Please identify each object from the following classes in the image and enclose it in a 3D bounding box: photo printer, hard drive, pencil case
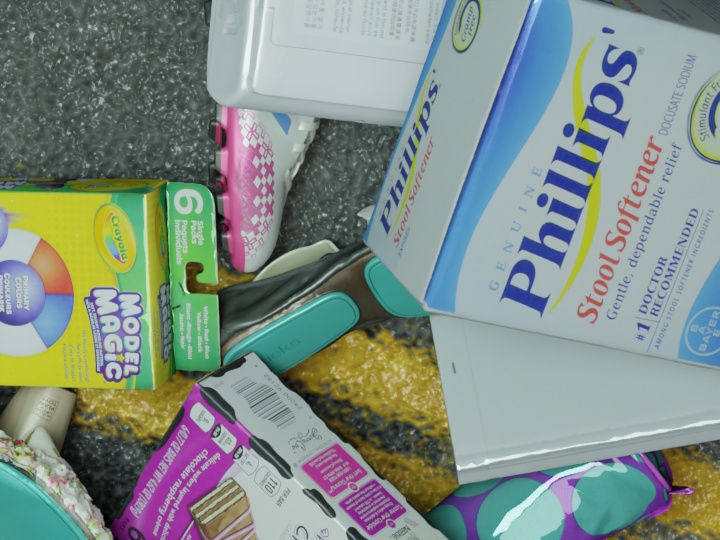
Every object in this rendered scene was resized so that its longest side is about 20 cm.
[{"bbox_3d":[0.018,-0.164,1.503,0.199,0.069,0.168,4,93,-30],"label":"photo printer"},{"bbox_3d":[0.144,0.046,1.562,0.198,0.133,0.026,-10,145,1],"label":"hard drive"},{"bbox_3d":[0.092,0.158,1.595,0.200,0.085,0.093,-41,83,7],"label":"pencil case"}]

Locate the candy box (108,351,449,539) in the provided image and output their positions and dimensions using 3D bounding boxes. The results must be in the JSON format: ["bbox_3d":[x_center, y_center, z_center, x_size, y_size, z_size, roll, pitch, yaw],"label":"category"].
[{"bbox_3d":[-0.037,0.165,1.539,0.200,0.061,0.137,42,126,14],"label":"candy box"}]

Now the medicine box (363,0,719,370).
[{"bbox_3d":[0.129,-0.061,1.454,0.199,0.103,0.183,11,109,-26],"label":"medicine box"}]

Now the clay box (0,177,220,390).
[{"bbox_3d":[-0.181,0.007,1.552,0.198,0.048,0.116,1,102,16],"label":"clay box"}]

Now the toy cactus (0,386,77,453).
[{"bbox_3d":[-0.219,0.139,1.587,0.199,0.102,0.166,25,90,2],"label":"toy cactus"}]

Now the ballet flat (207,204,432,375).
[{"bbox_3d":[0.000,0.000,1.566,0.199,0.069,0.068,-20,138,7],"label":"ballet flat"}]

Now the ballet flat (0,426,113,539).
[{"bbox_3d":[-0.213,0.102,1.531,0.199,0.064,0.076,33,136,-2],"label":"ballet flat"}]

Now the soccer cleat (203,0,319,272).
[{"bbox_3d":[-0.044,-0.098,1.548,0.086,0.070,0.202,-2,103,-7],"label":"soccer cleat"}]
